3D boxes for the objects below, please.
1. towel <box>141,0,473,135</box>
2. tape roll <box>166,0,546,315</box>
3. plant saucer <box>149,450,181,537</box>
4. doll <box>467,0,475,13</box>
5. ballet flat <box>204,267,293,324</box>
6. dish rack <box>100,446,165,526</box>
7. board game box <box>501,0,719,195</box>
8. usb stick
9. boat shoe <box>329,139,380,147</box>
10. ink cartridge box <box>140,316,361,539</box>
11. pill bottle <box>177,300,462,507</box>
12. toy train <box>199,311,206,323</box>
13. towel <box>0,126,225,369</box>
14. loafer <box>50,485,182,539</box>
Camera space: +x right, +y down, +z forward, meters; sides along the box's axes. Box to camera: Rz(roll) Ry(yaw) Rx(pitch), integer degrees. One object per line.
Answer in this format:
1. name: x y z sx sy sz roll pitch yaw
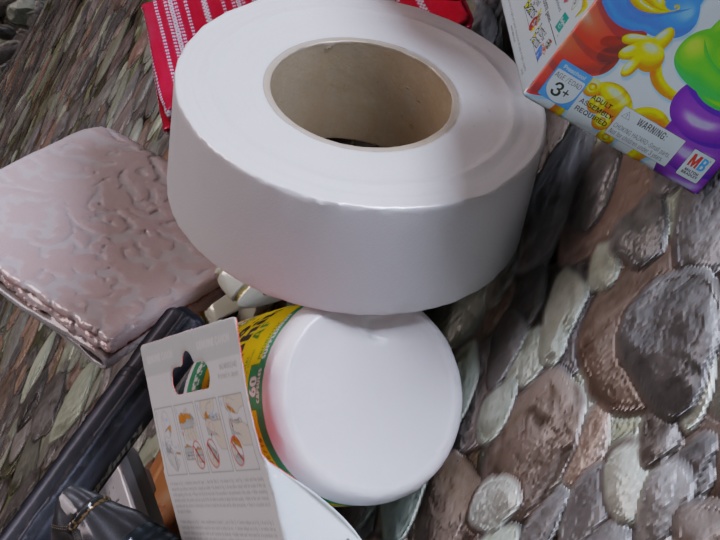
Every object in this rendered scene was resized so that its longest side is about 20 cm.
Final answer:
1. towel: -0.037 -0.157 1.026 0.198 0.023 0.145 -16 41 -1
2. tape roll: -0.003 -0.068 0.876 0.203 0.200 0.071 -90 7 -50
3. plant saucer: -0.121 0.158 1.138 0.201 0.032 0.201 -52 19 26
4. doll: 0.011 -0.112 1.123 0.200 0.048 0.138 -42 50 49
5. ballet flat: -0.065 0.012 1.063 0.069 0.071 0.201 58 151 23
6. dish rack: -0.171 0.217 1.074 0.200 0.043 0.173 -47 57 39
7. board game box: 0.163 -0.154 0.717 0.201 0.102 0.105 -53 22 29
8. usb stick: -0.154 0.104 0.958 0.201 0.032 0.056 -55 -1 -24
9. boat shoe: 0.007 -0.101 1.037 0.200 0.068 0.072 41 115 32
10. ink cartridge box: -0.050 0.125 0.840 0.160 0.047 0.202 -18 85 65
11. pill bottle: -0.035 0.077 0.919 0.200 0.112 0.114 -18 49 64
12. toy train: -0.133 -0.001 1.212 0.055 0.150 0.201 -31 45 14
13. towel: -0.176 -0.024 1.142 0.191 0.199 0.032 -33 -36 -43
14. loafer: -0.146 0.186 0.927 0.073 0.072 0.201 -37 -18 -38
